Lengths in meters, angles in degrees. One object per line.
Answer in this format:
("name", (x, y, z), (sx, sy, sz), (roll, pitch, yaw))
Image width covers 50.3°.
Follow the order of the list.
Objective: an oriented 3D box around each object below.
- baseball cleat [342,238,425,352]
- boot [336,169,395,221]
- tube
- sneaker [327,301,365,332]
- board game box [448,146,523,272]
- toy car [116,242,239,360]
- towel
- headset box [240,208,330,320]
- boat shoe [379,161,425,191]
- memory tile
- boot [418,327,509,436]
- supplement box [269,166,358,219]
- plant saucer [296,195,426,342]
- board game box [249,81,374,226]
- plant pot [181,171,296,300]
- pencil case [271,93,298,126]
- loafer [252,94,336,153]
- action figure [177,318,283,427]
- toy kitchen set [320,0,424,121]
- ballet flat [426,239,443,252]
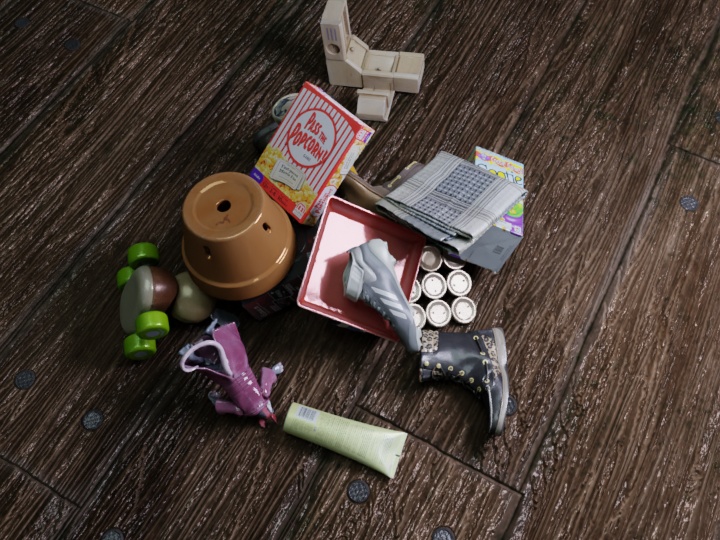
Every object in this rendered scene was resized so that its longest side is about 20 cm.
("baseball cleat", (0.030, 0.052, 1.276), (0.106, 0.070, 0.201), (-20, 86, -12))
("boot", (-0.021, -0.140, 1.384), (0.199, 0.074, 0.076), (30, 95, 6))
("tube", (-0.028, 0.275, 1.268), (0.199, 0.058, 0.052), (17, 19, 7))
("sneaker", (-0.010, 0.030, 1.404), (0.077, 0.076, 0.201), (30, 47, -25))
("board game box", (0.233, -0.115, 1.416), (0.102, 0.105, 0.201), (19, 46, -8))
("toy car", (-0.319, 0.057, 1.373), (0.199, 0.158, 0.165), (2, 59, -31))
("towel", (0.155, -0.125, 1.316), (0.192, 0.035, 0.200), (32, 56, 29))
("headset box", (-0.152, -0.015, 1.393), (0.199, 0.075, 0.149), (-28, 59, 7))
("boat shoe", (0.066, -0.145, 1.496), (0.059, 0.072, 0.200), (37, 63, 27))
("memory tile", (0.108, 0.032, 1.379), (0.199, 0.017, 0.154), (-7, 81, -16))
("boot", (0.173, 0.182, 1.299), (0.149, 0.073, 0.201), (4, 56, 2))
("supplement box", (-0.106, -0.141, 1.472), (0.199, 0.111, 0.086), (-21, 61, -11))
("plant saucer", (0.000, 0.000, 1.316), (0.199, 0.037, 0.201), (22, 73, -20))
("board game box", (-0.088, -0.204, 1.344), (0.151, 0.046, 0.201), (41, 106, 27))
("plant pot", (-0.214, -0.071, 1.291), (0.198, 0.140, 0.201), (-2, 59, 4))
("pencil case", (-0.110, -0.255, 1.487), (0.077, 0.200, 0.090), (16, 65, 23))
("loafer", (-0.124, -0.290, 1.589), (0.199, 0.073, 0.071), (-34, 70, -8))
("action figure", (-0.197, 0.177, 1.267), (0.134, 0.149, 0.200), (-39, 98, -10))
("toy kitchen set", (0.021, -0.435, 1.600), (0.198, 0.181, 0.164), (8, 61, 11))
("ballet flat", (0.092, -0.052, 1.439), (0.198, 0.069, 0.071), (1, 37, -14))
